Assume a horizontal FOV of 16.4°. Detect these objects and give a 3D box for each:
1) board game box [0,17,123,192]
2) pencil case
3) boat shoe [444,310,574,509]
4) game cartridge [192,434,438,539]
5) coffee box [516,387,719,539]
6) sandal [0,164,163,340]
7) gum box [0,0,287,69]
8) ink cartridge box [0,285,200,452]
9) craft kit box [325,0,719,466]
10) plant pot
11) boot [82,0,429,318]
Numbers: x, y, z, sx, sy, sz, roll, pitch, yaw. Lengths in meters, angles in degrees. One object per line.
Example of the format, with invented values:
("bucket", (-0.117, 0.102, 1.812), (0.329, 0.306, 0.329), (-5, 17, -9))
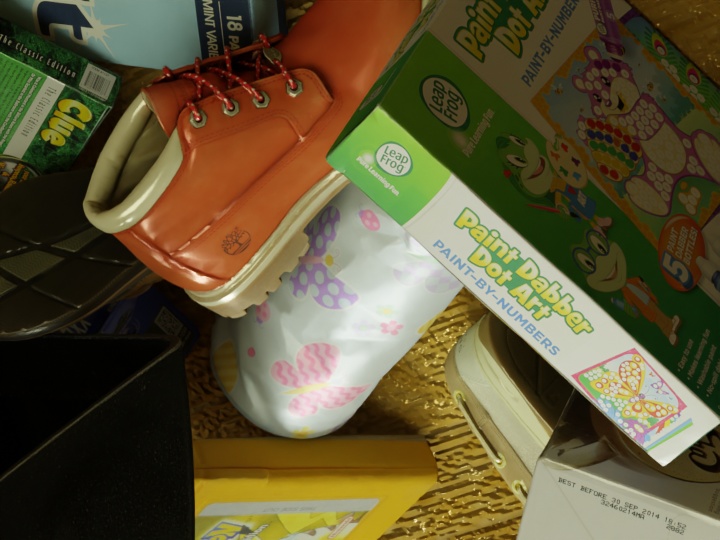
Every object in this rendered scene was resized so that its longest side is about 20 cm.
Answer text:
("board game box", (-0.200, -0.067, 1.283), (0.104, 0.024, 0.200), (28, 147, -11))
("pencil case", (0.000, 0.000, 1.249), (0.090, 0.083, 0.200), (28, 131, -12))
("boat shoe", (0.115, 0.107, 1.277), (0.201, 0.074, 0.066), (58, 141, 2))
("game cartridge", (-0.081, 0.146, 1.335), (0.176, 0.199, 0.033), (-48, 55, 39))
("coffee box", (0.154, 0.079, 1.160), (0.112, 0.200, 0.080), (20, 125, 11))
("sandal", (-0.119, -0.024, 1.245), (0.082, 0.199, 0.055), (48, 163, 25))
("gum box", (-0.139, -0.185, 1.199), (0.198, 0.045, 0.171), (9, 126, 18))
("ink cartridge box", (-0.172, 0.079, 1.347), (0.076, 0.137, 0.200), (44, 128, -12))
("craft kit box", (0.099, -0.045, 1.101), (0.197, 0.200, 0.049), (39, 129, -7))
("plant pot", (-0.191, 0.150, 1.181), (0.198, 0.200, 0.179), (0, 116, 35))
("boot", (-0.043, -0.079, 1.157), (0.107, 0.075, 0.201), (31, 100, -39))
